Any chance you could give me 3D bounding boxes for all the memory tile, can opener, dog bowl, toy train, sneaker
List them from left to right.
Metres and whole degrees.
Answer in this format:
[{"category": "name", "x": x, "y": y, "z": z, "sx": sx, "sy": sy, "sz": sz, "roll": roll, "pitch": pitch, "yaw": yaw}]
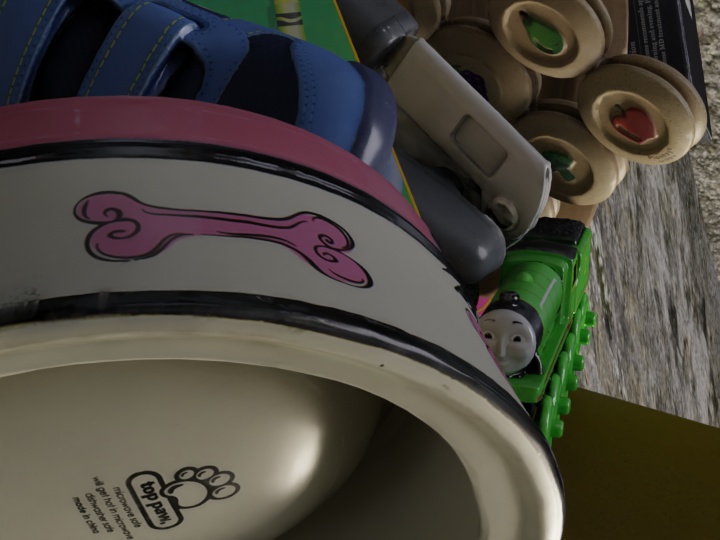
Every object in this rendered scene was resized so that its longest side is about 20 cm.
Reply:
[{"category": "sneaker", "x": -0.070, "y": -0.046, "z": 0.526, "sx": 0.082, "sy": 0.199, "sz": 0.074, "roll": 33, "pitch": 82, "yaw": -40}, {"category": "dog bowl", "x": -0.057, "y": 0.040, "z": 0.451, "sx": 0.200, "sy": 0.199, "sz": 0.074, "roll": 61, "pitch": 16, "yaw": -51}, {"category": "can opener", "x": -0.013, "y": -0.078, "z": 0.734, "sx": 0.200, "sy": 0.053, "sz": 0.067, "roll": 45, "pitch": 41, "yaw": 9}, {"category": "memory tile", "x": 0.036, "y": -0.072, "z": 0.822, "sx": 0.153, "sy": 0.200, "sz": 0.017, "roll": 42, "pitch": 57, "yaw": -11}, {"category": "toy train", "x": 0.065, "y": 0.019, "z": 0.751, "sx": 0.200, "sy": 0.041, "sz": 0.057, "roll": -47, "pitch": 142, "yaw": -74}]

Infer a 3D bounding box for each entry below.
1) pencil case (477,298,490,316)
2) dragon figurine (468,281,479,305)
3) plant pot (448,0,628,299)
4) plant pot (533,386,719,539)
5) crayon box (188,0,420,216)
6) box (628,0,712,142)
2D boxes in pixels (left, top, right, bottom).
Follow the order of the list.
[{"category": "pencil case", "x": 0.060, "y": 0.009, "z": 1.124, "sx": 0.088, "sy": 0.087, "sz": 0.201, "roll": -69, "pitch": 148, "yaw": -62}, {"category": "dragon figurine", "x": 0.000, "y": 0.000, "z": 0.782, "sx": 0.059, "sy": 0.099, "sz": 0.201, "roll": 80, "pitch": 15, "yaw": -63}, {"category": "plant pot", "x": 0.049, "y": -0.090, "z": 0.943, "sx": 0.201, "sy": 0.092, "sz": 0.202, "roll": -173, "pitch": -90, "yaw": -77}, {"category": "plant pot", "x": 0.060, "y": 0.176, "z": 0.765, "sx": 0.176, "sy": 0.199, "sz": 0.201, "roll": -41, "pitch": 138, "yaw": -45}, {"category": "crayon box", "x": -0.025, "y": -0.015, "z": 0.640, "sx": 0.119, "sy": 0.058, "sz": 0.201, "roll": 109, "pitch": -37, "yaw": -68}, {"category": "box", "x": 0.108, "y": -0.170, "z": 1.209, "sx": 0.104, "sy": 0.181, "sz": 0.201, "roll": 38, "pitch": 45, "yaw": -69}]
